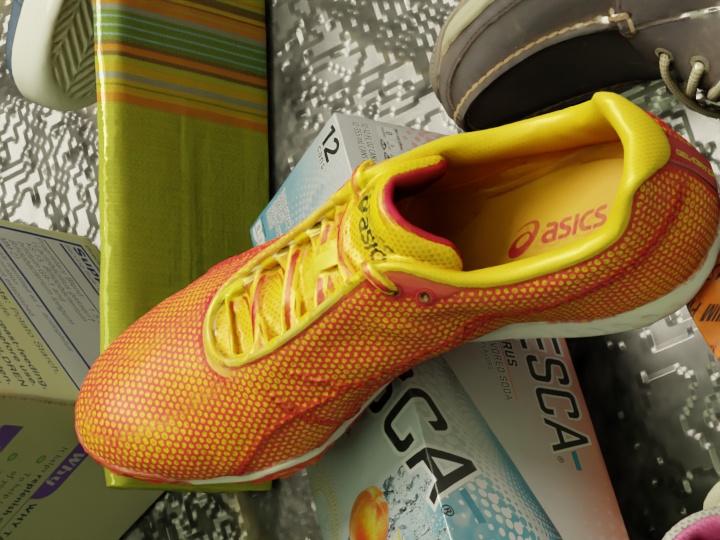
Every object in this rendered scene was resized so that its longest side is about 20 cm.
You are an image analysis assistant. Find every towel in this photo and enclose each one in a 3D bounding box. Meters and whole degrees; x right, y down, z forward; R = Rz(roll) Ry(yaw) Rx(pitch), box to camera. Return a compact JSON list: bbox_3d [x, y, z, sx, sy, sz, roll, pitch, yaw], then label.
[{"bbox_3d":[-0.062,-0.026,0.829,0.018,0.086,0.201,-8,80,36],"label":"towel"}]

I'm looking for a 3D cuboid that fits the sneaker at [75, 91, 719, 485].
[{"bbox_3d":[0.000,0.000,0.679,0.200,0.077,0.073,-26,55,18],"label":"sneaker"}]

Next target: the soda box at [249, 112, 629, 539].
[{"bbox_3d":[0.025,0.050,0.741,0.064,0.068,0.200,-52,41,40],"label":"soda box"}]

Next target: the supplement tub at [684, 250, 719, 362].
[{"bbox_3d":[0.191,-0.029,0.668,0.200,0.122,0.123,-43,65,18],"label":"supplement tub"}]

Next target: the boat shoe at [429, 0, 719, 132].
[{"bbox_3d":[0.111,-0.084,0.748,0.200,0.074,0.074,-28,71,25],"label":"boat shoe"}]

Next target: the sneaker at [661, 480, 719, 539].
[{"bbox_3d":[0.118,0.093,0.655,0.088,0.200,0.082,22,70,7],"label":"sneaker"}]

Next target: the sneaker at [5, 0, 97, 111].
[{"bbox_3d":[-0.097,-0.156,0.877,0.084,0.075,0.201,15,81,28],"label":"sneaker"}]

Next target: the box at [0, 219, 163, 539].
[{"bbox_3d":[-0.177,0.069,0.816,0.176,0.200,0.097,-47,64,16],"label":"box"}]
